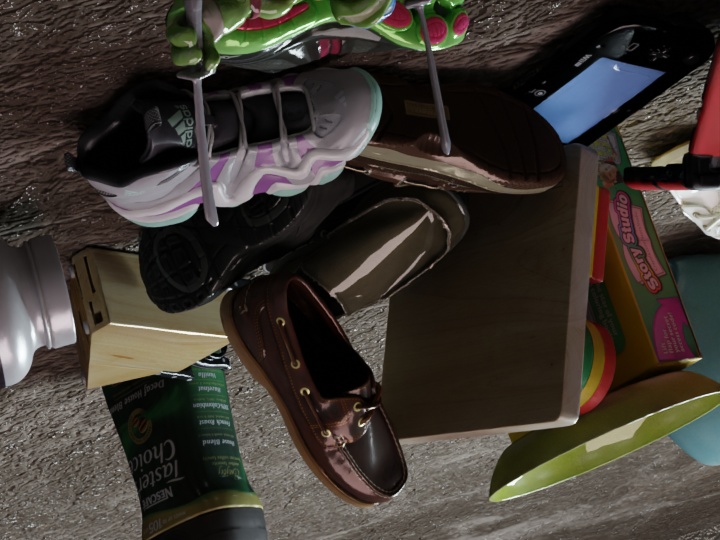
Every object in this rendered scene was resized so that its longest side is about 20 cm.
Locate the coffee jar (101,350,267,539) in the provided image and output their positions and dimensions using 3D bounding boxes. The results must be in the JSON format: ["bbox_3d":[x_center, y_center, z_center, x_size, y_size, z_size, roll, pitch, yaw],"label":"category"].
[{"bbox_3d":[-0.148,0.158,1.904,0.104,0.201,0.085,-29,159,31],"label":"coffee jar"}]

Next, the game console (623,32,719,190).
[{"bbox_3d":[0.309,-0.118,1.637,0.198,0.120,0.172,-1,-177,-20],"label":"game console"}]

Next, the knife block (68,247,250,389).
[{"bbox_3d":[-0.137,0.030,1.764,0.174,0.064,0.200,-14,161,-13],"label":"knife block"}]

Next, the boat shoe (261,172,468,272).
[{"bbox_3d":[-0.001,-0.035,1.706,0.199,0.057,0.068,-30,158,34],"label":"boat shoe"}]

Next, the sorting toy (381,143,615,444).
[{"bbox_3d":[0.109,0.027,1.667,0.069,0.201,0.199,17,162,-37],"label":"sorting toy"}]

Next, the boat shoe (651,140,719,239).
[{"bbox_3d":[0.303,-0.061,1.893,0.070,0.070,0.200,-23,161,24],"label":"boat shoe"}]

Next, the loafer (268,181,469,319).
[{"bbox_3d":[0.000,0.000,1.650,0.200,0.075,0.070,-36,-163,38],"label":"loafer"}]

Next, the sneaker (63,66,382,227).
[{"bbox_3d":[-0.092,-0.088,1.435,0.199,0.078,0.140,-23,162,14],"label":"sneaker"}]

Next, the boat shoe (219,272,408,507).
[{"bbox_3d":[-0.022,0.088,1.635,0.070,0.200,0.071,-19,-153,38],"label":"boat shoe"}]

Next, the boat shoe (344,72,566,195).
[{"bbox_3d":[0.047,-0.090,1.568,0.201,0.075,0.075,14,153,-31],"label":"boat shoe"}]

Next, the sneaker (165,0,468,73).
[{"bbox_3d":[-0.026,-0.157,1.331,0.199,0.077,0.084,-3,175,-30],"label":"sneaker"}]

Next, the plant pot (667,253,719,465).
[{"bbox_3d":[0.321,0.062,2.135,0.134,0.201,0.200,32,141,-17],"label":"plant pot"}]

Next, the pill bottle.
[{"bbox_3d":[-0.299,0.036,1.549,0.198,0.113,0.113,-13,162,-11],"label":"pill bottle"}]

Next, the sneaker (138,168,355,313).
[{"bbox_3d":[-0.080,-0.026,1.645,0.199,0.076,0.090,-29,166,38],"label":"sneaker"}]

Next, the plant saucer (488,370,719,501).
[{"bbox_3d":[0.182,0.121,1.713,0.199,0.031,0.200,-23,167,-6],"label":"plant saucer"}]

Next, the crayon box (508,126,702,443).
[{"bbox_3d":[0.158,0.012,1.760,0.058,0.201,0.172,-3,158,-42],"label":"crayon box"}]

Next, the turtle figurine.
[{"bbox_3d":[-0.036,-0.148,1.160,0.143,0.201,0.194,8,155,39],"label":"turtle figurine"}]

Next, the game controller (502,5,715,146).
[{"bbox_3d":[0.157,-0.127,1.613,0.104,0.042,0.200,-2,156,-40],"label":"game controller"}]
